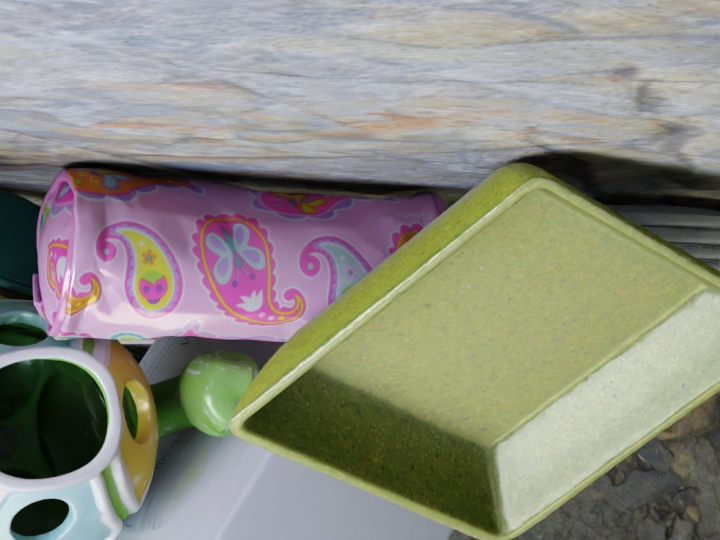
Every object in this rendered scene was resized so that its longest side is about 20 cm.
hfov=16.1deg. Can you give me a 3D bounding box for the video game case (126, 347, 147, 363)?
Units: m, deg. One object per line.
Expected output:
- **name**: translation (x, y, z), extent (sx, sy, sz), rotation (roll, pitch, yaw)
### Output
- **video game case**: translation (-0.123, 0.081, 1.631), extent (0.199, 0.026, 0.181), rotation (26, -168, 6)

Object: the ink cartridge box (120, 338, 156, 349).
- **ink cartridge box**: translation (-0.083, 0.028, 1.573), extent (0.199, 0.045, 0.176), rotation (-2, 174, 36)

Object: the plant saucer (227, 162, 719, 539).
- **plant saucer**: translation (0.068, 0.032, 1.178), extent (0.200, 0.048, 0.200), rotation (-39, 136, 26)

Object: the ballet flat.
- **ballet flat**: translation (-0.167, -0.001, 1.330), extent (0.067, 0.067, 0.199), rotation (-34, 157, 34)

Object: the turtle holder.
- **turtle holder**: translation (-0.152, 0.086, 1.240), extent (0.185, 0.142, 0.132), rotation (19, 162, -16)

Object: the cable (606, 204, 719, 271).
- **cable**: translation (0.134, 0.007, 1.325), extent (0.199, 0.070, 0.199), rotation (-2, 174, 41)

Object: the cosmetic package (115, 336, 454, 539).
- **cosmetic package**: translation (-0.056, 0.121, 1.344), extent (0.123, 0.200, 0.200), rotation (44, 153, -26)

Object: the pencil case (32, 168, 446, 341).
- **pencil case**: translation (-0.054, -0.001, 1.209), extent (0.199, 0.088, 0.087), rotation (4, 175, -20)
